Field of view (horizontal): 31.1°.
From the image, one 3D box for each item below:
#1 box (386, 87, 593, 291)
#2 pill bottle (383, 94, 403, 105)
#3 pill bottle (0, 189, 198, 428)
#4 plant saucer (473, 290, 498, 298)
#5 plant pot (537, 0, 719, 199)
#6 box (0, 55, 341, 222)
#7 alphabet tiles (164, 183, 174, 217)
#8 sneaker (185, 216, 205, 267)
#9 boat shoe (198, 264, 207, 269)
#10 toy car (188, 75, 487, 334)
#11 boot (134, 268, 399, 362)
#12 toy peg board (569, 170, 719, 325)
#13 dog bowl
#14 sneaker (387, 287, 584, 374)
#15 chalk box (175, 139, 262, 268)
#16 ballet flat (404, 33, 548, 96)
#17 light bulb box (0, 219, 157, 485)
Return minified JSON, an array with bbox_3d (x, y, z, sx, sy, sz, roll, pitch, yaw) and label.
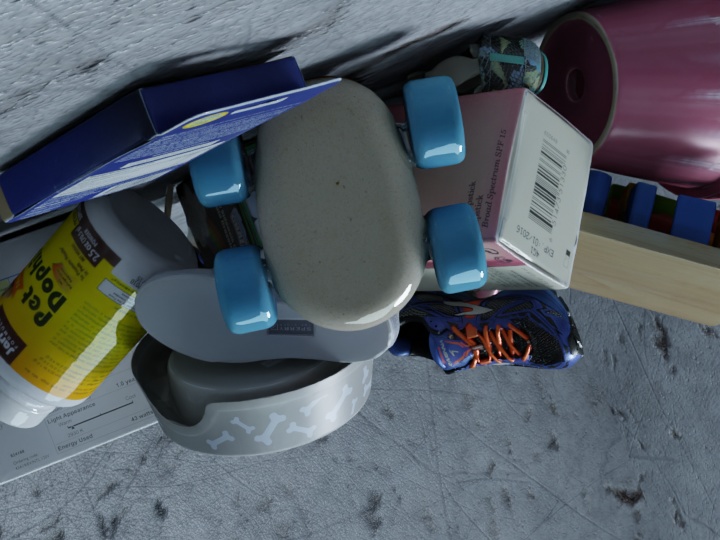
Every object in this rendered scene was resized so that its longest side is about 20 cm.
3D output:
[{"bbox_3d":[0.068,-0.059,1.039,0.200,0.128,0.109,-2,159,41],"label":"box"},{"bbox_3d":[0.102,-0.130,1.271,0.114,0.114,0.200,-21,-179,44],"label":"pill bottle"},{"bbox_3d":[-0.232,0.034,1.051,0.200,0.109,0.109,-47,173,16],"label":"pill bottle"},{"bbox_3d":[0.121,-0.032,1.179,0.201,0.051,0.201,24,90,-84],"label":"plant saucer"},{"bbox_3d":[0.256,-0.157,1.117,0.179,0.200,0.200,-5,173,-25],"label":"plant pot"},{"bbox_3d":[-0.116,-0.081,0.759,0.200,0.032,0.121,-18,-177,44],"label":"box"},{"bbox_3d":[-0.189,0.007,1.223,0.008,0.167,0.200,6,178,-9],"label":"alphabet tiles"},{"bbox_3d":[-0.110,-0.041,1.341,0.199,0.081,0.115,-21,-141,31],"label":"sneaker"},{"bbox_3d":[-0.146,0.058,1.216,0.072,0.068,0.200,-65,-175,-22],"label":"boat shoe"},{"bbox_3d":[-0.016,-0.061,0.956,0.184,0.177,0.200,-11,-166,2],"label":"toy car"},{"bbox_3d":[-0.068,0.024,1.007,0.200,0.074,0.096,8,-158,2],"label":"boot"},{"bbox_3d":[0.253,-0.038,1.136,0.200,0.098,0.199,15,168,2],"label":"toy peg board"},{"bbox_3d":[-0.081,0.080,1.045,0.200,0.059,0.200,-8,-156,4],"label":"dog bowl"},{"bbox_3d":[0.096,0.056,1.055,0.200,0.075,0.078,2,-149,48],"label":"sneaker"},{"bbox_3d":[-0.067,-0.058,1.175,0.124,0.124,0.200,-21,-178,-25],"label":"chalk box"},{"bbox_3d":[0.074,-0.151,1.068,0.074,0.074,0.200,-22,179,-28],"label":"ballet flat"},{"bbox_3d":[-0.305,0.076,1.176,0.198,0.200,0.125,-21,-178,-13],"label":"light bulb box"}]
